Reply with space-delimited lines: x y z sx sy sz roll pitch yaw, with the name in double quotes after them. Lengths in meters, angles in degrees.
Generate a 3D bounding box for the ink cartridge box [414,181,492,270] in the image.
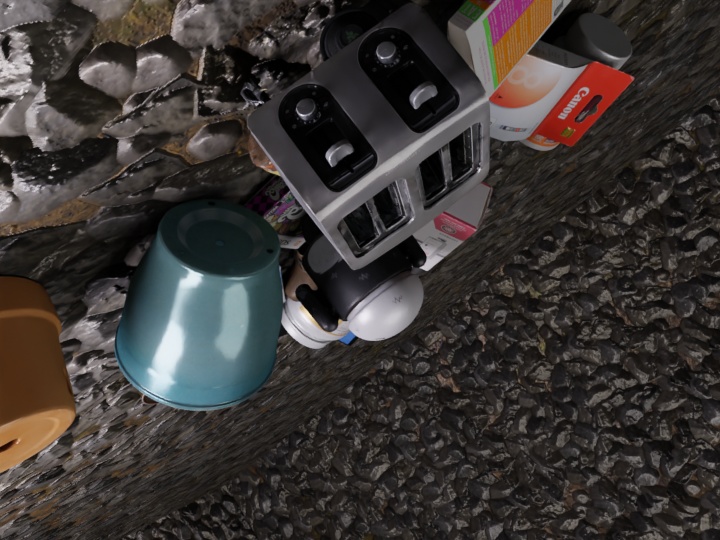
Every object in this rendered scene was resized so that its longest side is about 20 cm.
0.089 -0.088 0.989 0.200 0.146 0.083 130 -16 -67 "ink cartridge box"

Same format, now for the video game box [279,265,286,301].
-0.217 0.061 1.033 0.200 0.047 0.182 -32 168 -14 "video game box"

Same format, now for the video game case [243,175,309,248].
-0.066 -0.106 0.874 0.200 0.036 0.181 -40 167 15 "video game case"

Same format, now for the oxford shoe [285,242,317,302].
-0.084 -0.025 1.033 0.084 0.073 0.200 -15 143 -50 "oxford shoe"

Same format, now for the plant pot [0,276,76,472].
-0.384 0.121 0.647 0.200 0.140 0.200 -34 167 -9 "plant pot"

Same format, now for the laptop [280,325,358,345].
-0.076 0.120 1.433 0.200 0.103 0.177 -21 159 -46 "laptop"

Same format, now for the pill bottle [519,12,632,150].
0.326 -0.296 1.021 0.114 0.114 0.200 -26 163 -34 "pill bottle"

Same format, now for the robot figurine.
-0.001 0.001 0.886 0.150 0.200 0.125 -44 167 28 "robot figurine"

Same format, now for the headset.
-0.021 -0.205 0.641 0.200 0.094 0.124 -46 167 -26 "headset"

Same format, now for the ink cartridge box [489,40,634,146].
0.273 -0.248 0.953 0.162 0.200 0.050 124 -20 -54 "ink cartridge box"

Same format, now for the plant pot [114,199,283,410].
-0.180 0.027 0.757 0.200 0.200 0.188 -23 145 -42 "plant pot"

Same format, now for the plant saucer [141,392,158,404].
-0.268 0.148 1.044 0.200 0.035 0.200 -32 165 -9 "plant saucer"

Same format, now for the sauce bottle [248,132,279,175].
-0.034 -0.123 0.735 0.200 0.066 0.066 10 134 -49 "sauce bottle"

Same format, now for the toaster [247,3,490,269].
0.015 -0.109 0.600 0.181 0.119 0.200 -35 160 -2 "toaster"

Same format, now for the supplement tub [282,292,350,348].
-0.042 0.034 1.156 0.200 0.145 0.145 -43 164 26 "supplement tub"

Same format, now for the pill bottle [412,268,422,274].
0.098 -0.051 1.280 0.111 0.111 0.200 -22 161 -43 "pill bottle"

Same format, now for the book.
0.180 -0.301 0.719 0.200 0.048 0.134 -47 159 -5 "book"
